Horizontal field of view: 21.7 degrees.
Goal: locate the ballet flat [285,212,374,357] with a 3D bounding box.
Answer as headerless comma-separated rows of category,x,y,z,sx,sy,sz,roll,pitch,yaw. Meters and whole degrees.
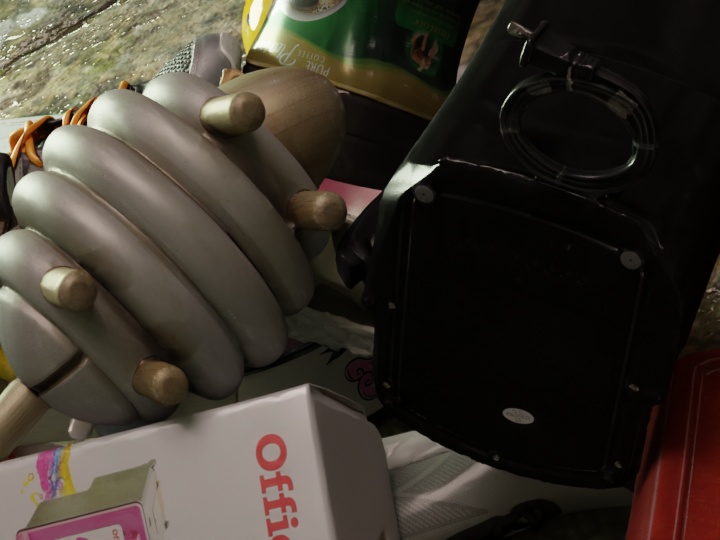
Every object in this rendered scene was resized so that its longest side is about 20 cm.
ballet flat,0.000,0.000,0.812,0.198,0.072,0.072,21,51,18

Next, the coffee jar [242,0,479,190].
coffee jar,0.013,-0.140,0.869,0.104,0.085,0.202,21,94,48

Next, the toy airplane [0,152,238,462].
toy airplane,-0.185,0.061,0.838,0.200,0.199,0.142,-43,24,22

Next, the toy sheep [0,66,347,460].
toy sheep,-0.080,-0.005,0.736,0.200,0.138,0.138,-43,39,-14

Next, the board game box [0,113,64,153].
board game box,-0.206,-0.014,1.078,0.152,0.041,0.201,-2,42,29

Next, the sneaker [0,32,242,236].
sneaker,-0.132,-0.045,0.891,0.200,0.077,0.078,-43,20,21

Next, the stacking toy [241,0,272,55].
stacking toy,-0.024,-0.150,1.092,0.145,0.146,0.201,-3,56,28

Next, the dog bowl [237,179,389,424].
dog bowl,-0.044,0.002,0.932,0.198,0.074,0.201,-17,36,13

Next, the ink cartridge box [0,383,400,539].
ink cartridge box,-0.084,0.139,0.718,0.198,0.085,0.146,-15,73,13

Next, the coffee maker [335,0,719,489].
coffee maker,0.098,-0.050,0.697,0.192,0.134,0.201,-53,5,48

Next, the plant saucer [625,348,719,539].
plant saucer,0.182,0.070,0.635,0.198,0.037,0.200,-10,25,19

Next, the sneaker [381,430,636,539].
sneaker,0.030,0.102,0.775,0.198,0.074,0.080,-9,69,12
